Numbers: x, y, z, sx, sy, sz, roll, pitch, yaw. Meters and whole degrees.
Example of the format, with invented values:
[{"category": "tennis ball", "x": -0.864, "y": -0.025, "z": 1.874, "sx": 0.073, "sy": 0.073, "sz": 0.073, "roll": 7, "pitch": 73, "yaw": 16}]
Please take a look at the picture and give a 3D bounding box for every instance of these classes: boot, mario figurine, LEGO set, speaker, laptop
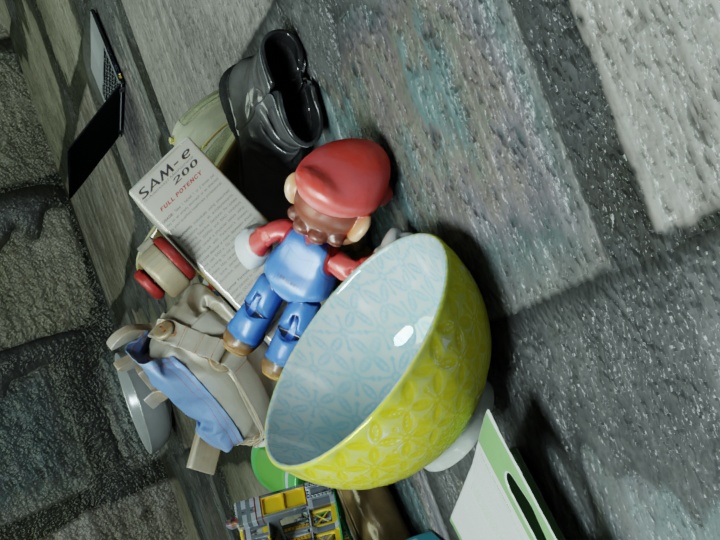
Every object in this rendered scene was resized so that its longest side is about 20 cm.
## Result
[{"category": "boot", "x": -0.066, "y": -0.105, "z": 1.347, "sx": 0.201, "sy": 0.069, "sz": 0.131, "roll": 67, "pitch": 158, "yaw": -5}, {"category": "mario figurine", "x": -0.029, "y": -0.014, "z": 1.209, "sx": 0.201, "sy": 0.123, "sz": 0.106, "roll": -62, "pitch": 20, "yaw": 18}, {"category": "LEGO set", "x": -0.058, "y": 0.299, "z": 1.435, "sx": 0.201, "sy": 0.115, "sz": 0.155, "roll": 73, "pitch": -178, "yaw": -50}, {"category": "speaker", "x": -0.064, "y": 0.217, "z": 1.672, "sx": 0.200, "sy": 0.088, "sz": 0.089, "roll": -174, "pitch": 66, "yaw": -73}, {"category": "boot", "x": 0.013, "y": 0.218, "z": 1.470, "sx": 0.175, "sy": 0.066, "sz": 0.201, "roll": 102, "pitch": 145, "yaw": -75}, {"category": "laptop", "x": -0.413, "y": -0.244, "z": 2.242, "sx": 0.187, "sy": 0.115, "sz": 0.201, "roll": 118, "pitch": 131, "yaw": -68}, {"category": "boot", "x": -0.161, "y": -0.086, "z": 1.492, "sx": 0.072, "sy": 0.201, "sz": 0.155, "roll": 36, "pitch": -176, "yaw": -29}]

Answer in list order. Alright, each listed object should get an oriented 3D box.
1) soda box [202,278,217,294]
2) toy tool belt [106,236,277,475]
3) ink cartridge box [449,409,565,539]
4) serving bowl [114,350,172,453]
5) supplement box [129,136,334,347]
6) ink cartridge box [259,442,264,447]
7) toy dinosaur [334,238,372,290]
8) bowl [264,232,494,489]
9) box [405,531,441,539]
[{"category": "soda box", "x": -0.101, "y": 0.035, "z": 1.484, "sx": 0.200, "sy": 0.063, "sz": 0.069, "roll": 65, "pitch": -142, "yaw": -73}, {"category": "toy tool belt", "x": -0.150, "y": 0.080, "z": 1.290, "sx": 0.200, "sy": 0.123, "sz": 0.125, "roll": 50, "pitch": 173, "yaw": -31}, {"category": "ink cartridge box", "x": 0.125, "y": 0.195, "z": 1.085, "sx": 0.201, "sy": 0.048, "sz": 0.146, "roll": 101, "pitch": 146, "yaw": -57}, {"category": "serving bowl", "x": -0.401, "y": 0.240, "z": 2.855, "sx": 0.200, "sy": 0.065, "sz": 0.202, "roll": 160, "pitch": 90, "yaw": -74}, {"category": "supplement box", "x": -0.104, "y": -0.012, "z": 1.321, "sx": 0.200, "sy": 0.073, "sz": 0.126, "roll": 46, "pitch": 174, "yaw": 2}, {"category": "ink cartridge box", "x": -0.043, "y": 0.110, "z": 1.389, "sx": 0.037, "sy": 0.095, "sz": 0.199, "roll": 34, "pitch": 157, "yaw": -22}, {"category": "toy dinosaur", "x": 0.000, "y": 0.000, "z": 1.288, "sx": 0.106, "sy": 0.060, "sz": 0.200, "roll": 51, "pitch": 174, "yaw": -7}, {"category": "bowl", "x": 0.032, "y": 0.084, "z": 1.097, "sx": 0.107, "sy": 0.201, "sz": 0.200, "roll": 36, "pitch": 176, "yaw": -22}, {"category": "box", "x": 0.064, "y": 0.353, "z": 1.410, "sx": 0.049, "sy": 0.082, "sz": 0.202, "roll": -156, "pitch": 49, "yaw": -71}]
